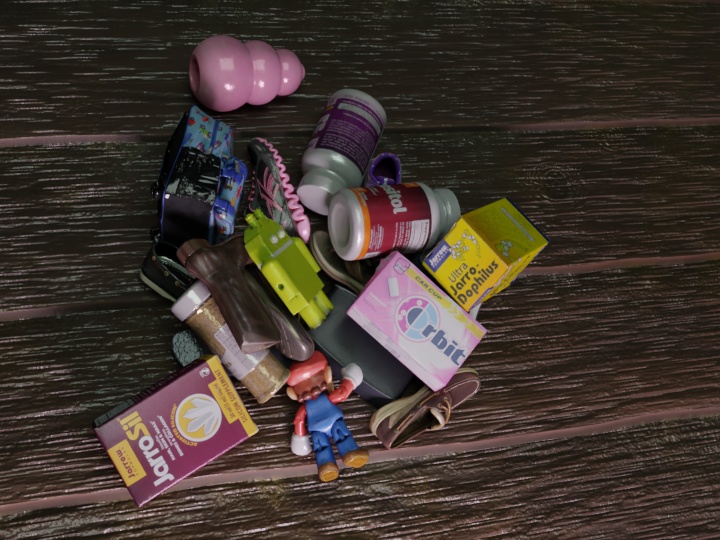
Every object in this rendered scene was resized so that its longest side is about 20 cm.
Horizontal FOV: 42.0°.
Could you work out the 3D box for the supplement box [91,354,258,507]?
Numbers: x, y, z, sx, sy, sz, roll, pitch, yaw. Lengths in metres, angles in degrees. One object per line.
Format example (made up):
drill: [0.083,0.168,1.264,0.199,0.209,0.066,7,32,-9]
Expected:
supplement box: [-0.268,0.224,1.352,0.199,0.103,0.132,-32,96,-17]

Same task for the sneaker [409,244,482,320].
sneaker: [0.126,0.052,1.557,0.145,0.077,0.204,34,55,-14]

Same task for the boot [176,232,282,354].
boot: [-0.160,0.038,1.391,0.200,0.064,0.185,49,29,20]

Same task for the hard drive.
hard drive: [0.005,0.122,1.523,0.199,0.042,0.135,38,65,0]

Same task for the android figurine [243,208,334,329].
android figurine: [-0.113,-0.007,1.450,0.041,0.182,0.201,-33,94,15]

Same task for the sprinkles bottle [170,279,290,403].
sprinkles bottle: [-0.193,0.105,1.402,0.200,0.068,0.068,47,65,-6]

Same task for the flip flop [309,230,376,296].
flip flop: [0.000,0.000,1.534,0.200,0.058,0.081,43,30,15]

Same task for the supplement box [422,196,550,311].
supplement box: [0.207,-0.030,1.523,0.110,0.109,0.199,47,31,13]

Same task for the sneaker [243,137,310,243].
sneaker: [-0.158,-0.125,1.559,0.094,0.079,0.202,-22,76,-10]

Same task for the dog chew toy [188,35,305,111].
dog chew toy: [-0.189,-0.337,1.601,0.198,0.125,0.126,-7,72,-27]

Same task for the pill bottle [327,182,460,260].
pill bottle: [0.056,-0.082,1.508,0.198,0.113,0.114,-7,72,-27]

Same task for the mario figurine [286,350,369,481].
mario figurine: [-0.050,0.218,1.450,0.122,0.106,0.202,-8,61,-25]

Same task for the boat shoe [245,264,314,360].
boat shoe: [-0.127,0.055,1.471,0.073,0.075,0.200,-26,59,-30]

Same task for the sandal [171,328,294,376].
sandal: [-0.201,0.134,1.467,0.198,0.043,0.077,9,75,-23]

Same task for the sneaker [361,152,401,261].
sneaker: [0.029,-0.117,1.594,0.079,0.089,0.203,15,68,-11]

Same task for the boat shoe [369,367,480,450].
boat shoe: [0.114,0.224,1.487,0.198,0.073,0.072,-22,40,-18]

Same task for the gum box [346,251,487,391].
gum box: [0.083,0.077,1.465,0.200,0.066,0.114,41,71,2]

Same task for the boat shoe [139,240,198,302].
boat shoe: [-0.249,0.028,1.457,0.200,0.063,0.074,32,31,4]

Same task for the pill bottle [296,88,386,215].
pill bottle: [-0.036,-0.198,1.589,0.111,0.112,0.202,25,63,-6]

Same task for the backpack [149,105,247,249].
backpack: [-0.247,-0.146,1.479,0.133,0.183,0.202,13,62,-6]
